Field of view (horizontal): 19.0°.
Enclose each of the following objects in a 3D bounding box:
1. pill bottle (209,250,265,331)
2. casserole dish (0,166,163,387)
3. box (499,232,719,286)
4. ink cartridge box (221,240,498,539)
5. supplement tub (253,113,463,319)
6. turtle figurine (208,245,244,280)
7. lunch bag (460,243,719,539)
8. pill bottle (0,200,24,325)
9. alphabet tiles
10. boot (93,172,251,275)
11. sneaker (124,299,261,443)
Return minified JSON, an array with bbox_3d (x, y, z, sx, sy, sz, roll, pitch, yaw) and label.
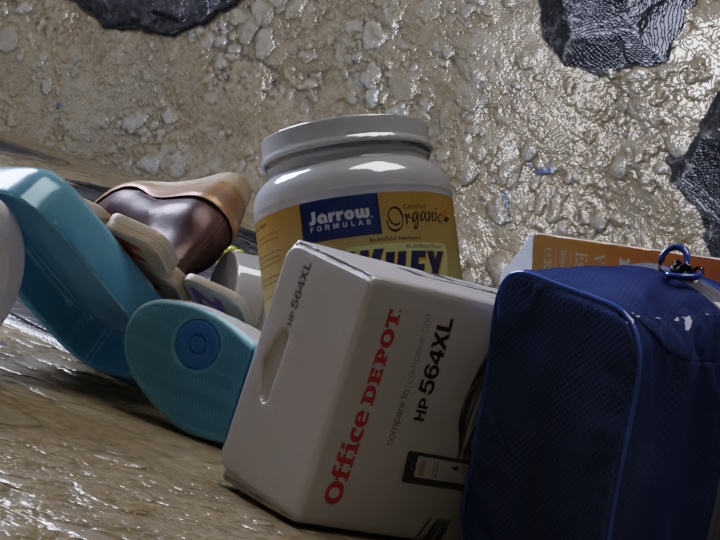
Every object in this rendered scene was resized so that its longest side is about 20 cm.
[{"bbox_3d":[-0.018,0.049,1.658,0.200,0.113,0.112,15,4,-21],"label":"pill bottle"},{"bbox_3d":[-0.191,-0.002,1.415,0.121,0.039,0.200,3,-41,48],"label":"casserole dish"},{"bbox_3d":[0.212,0.069,1.666,0.199,0.153,0.106,7,-20,-8],"label":"box"},{"bbox_3d":[0.038,0.078,1.239,0.200,0.146,0.084,12,8,-38],"label":"ink cartridge box"},{"bbox_3d":[0.000,0.000,1.523,0.144,0.201,0.144,-7,-9,-1],"label":"supplement tub"},{"bbox_3d":[-0.105,0.041,1.752,0.161,0.065,0.200,15,23,6],"label":"turtle figurine"},{"bbox_3d":[0.152,0.084,1.179,0.132,0.201,0.136,2,15,-34],"label":"lunch bag"},{"bbox_3d":[-0.319,-0.021,1.375,0.200,0.111,0.111,19,4,33],"label":"pill bottle"},{"bbox_3d":[-0.149,0.020,1.470,0.195,0.015,0.200,23,-26,25],"label":"alphabet tiles"},{"bbox_3d":[-0.186,-0.004,1.661,0.200,0.072,0.166,-20,24,38],"label":"boot"},{"bbox_3d":[-0.049,0.078,1.385,0.200,0.080,0.131,28,10,16],"label":"sneaker"}]
